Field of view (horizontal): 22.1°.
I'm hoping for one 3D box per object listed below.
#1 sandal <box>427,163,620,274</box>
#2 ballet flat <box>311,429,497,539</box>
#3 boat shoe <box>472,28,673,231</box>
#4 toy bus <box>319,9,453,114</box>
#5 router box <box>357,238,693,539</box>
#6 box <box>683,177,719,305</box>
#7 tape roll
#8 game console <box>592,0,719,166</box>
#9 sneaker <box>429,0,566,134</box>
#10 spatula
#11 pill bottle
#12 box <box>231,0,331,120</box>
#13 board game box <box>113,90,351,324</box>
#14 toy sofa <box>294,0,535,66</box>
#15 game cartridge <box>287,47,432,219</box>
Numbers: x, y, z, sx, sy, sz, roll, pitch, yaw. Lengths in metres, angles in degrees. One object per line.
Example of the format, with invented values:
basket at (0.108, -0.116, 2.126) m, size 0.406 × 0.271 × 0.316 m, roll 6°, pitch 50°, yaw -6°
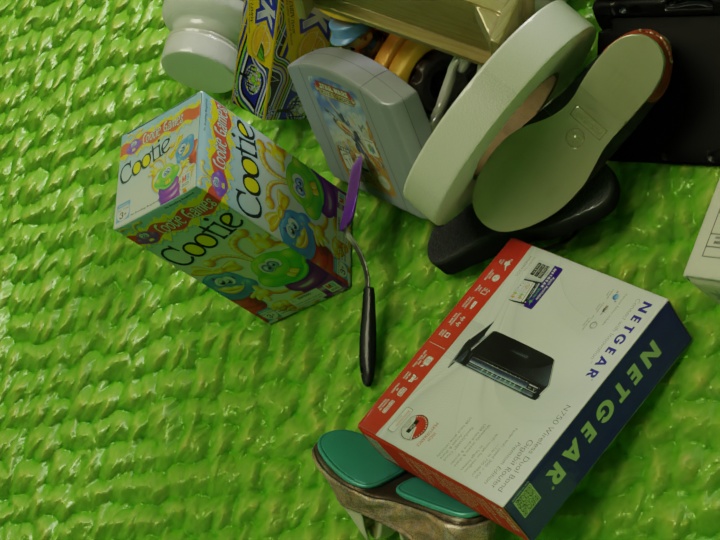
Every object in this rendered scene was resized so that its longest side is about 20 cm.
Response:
sandal at (0.139, -0.044, 1.505) m, size 0.199 × 0.043 × 0.077 m, roll -19°, pitch 45°, yaw 47°
ballet flat at (0.028, 0.187, 1.441) m, size 0.199 × 0.068 × 0.068 m, roll 24°, pitch 123°, yaw 50°
boat shoe at (0.167, -0.108, 1.432) m, size 0.200 × 0.071 × 0.063 m, roll -48°, pitch -4°, yaw 21°
toy bus at (0.024, -0.249, 1.634) m, size 0.135 × 0.191 × 0.201 m, roll 31°, pitch 89°, yaw 49°
router box at (0.122, 0.084, 1.389) m, size 0.200 × 0.049 × 0.179 m, roll -50°, pitch 38°, yaw -14°
box at (0.329, -0.055, 1.257) m, size 0.127 × 0.109 × 0.201 m, roll 10°, pitch 73°, yaw 48°
tape roll at (0.110, -0.123, 1.457) m, size 0.037 × 0.203 × 0.203 m, roll 40°, pitch 97°, yaw 9°
game console at (0.290, -0.178, 1.450) m, size 0.199 × 0.117 × 0.176 m, roll 7°, pitch 40°, yaw 47°
sneaker at (0.114, -0.187, 1.567) m, size 0.075 × 0.088 × 0.201 m, roll 22°, pitch 86°, yaw 23°
spatula at (0.000, 0.000, 1.583) m, size 0.057 × 0.020 × 0.202 m, roll 131°, pitch 134°, yaw -72°
pill bottle at (-0.140, -0.289, 1.887) m, size 0.110 × 0.110 × 0.202 m, roll -6°, pitch 61°, yaw 43°
box at (-0.068, -0.248, 1.750) m, size 0.064 × 0.070 × 0.202 m, roll 29°, pitch 117°, yaw 49°
board game box at (-0.110, -0.051, 1.631) m, size 0.104 × 0.200 × 0.104 m, roll -25°, pitch 49°, yaw 33°
toy sofa at (0.047, -0.235, 1.506) m, size 0.199 × 0.083 × 0.098 m, roll 21°, pitch 70°, yaw 14°
game cartridge at (0.004, -0.126, 1.606) m, size 0.041 × 0.134 × 0.200 m, roll -35°, pitch 28°, yaw -15°
